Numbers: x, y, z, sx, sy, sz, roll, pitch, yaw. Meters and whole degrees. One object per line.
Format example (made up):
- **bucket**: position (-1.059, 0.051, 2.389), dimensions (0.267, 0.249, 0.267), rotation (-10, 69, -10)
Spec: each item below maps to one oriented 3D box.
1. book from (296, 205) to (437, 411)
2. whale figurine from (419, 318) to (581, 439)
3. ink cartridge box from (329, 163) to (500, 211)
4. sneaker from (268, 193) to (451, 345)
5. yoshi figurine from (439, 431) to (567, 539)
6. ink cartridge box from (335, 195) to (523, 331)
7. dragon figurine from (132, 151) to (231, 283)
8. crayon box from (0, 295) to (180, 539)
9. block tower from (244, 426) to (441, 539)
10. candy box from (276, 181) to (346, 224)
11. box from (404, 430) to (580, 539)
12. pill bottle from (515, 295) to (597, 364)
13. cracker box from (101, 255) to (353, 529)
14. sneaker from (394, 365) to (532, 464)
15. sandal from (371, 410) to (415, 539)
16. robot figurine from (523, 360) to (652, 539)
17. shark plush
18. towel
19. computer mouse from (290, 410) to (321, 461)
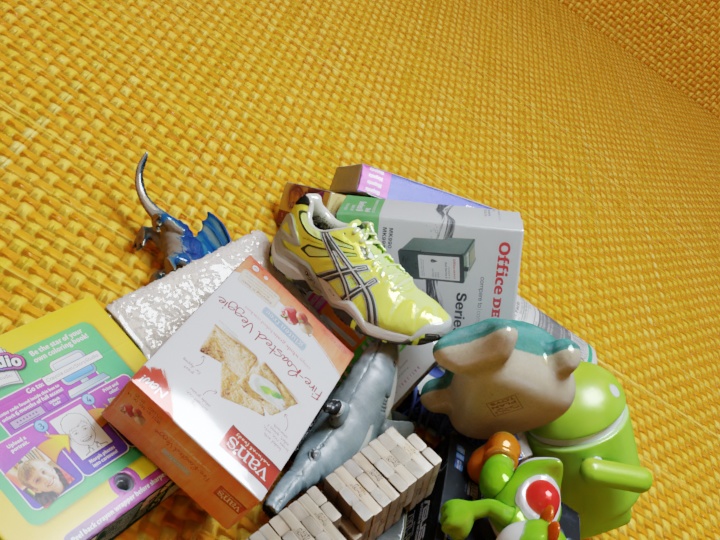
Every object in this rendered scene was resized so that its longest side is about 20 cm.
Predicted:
- **book**: position (-0.017, 0.050, 0.919), dimensions (0.200, 0.134, 0.048), rotation (47, 26, 13)
- **whale figurine**: position (0.126, 0.084, 0.844), dimensions (0.200, 0.157, 0.105), rotation (47, 28, -54)
- **ink cartridge box**: position (0.075, -0.085, 1.106), dimensions (0.194, 0.044, 0.200), rotation (17, 0, -15)
- **sneaker**: position (0.000, 0.000, 0.836), dimensions (0.198, 0.077, 0.075), rotation (30, 27, 19)
- **yoshi figurine**: position (0.128, 0.233, 0.752), dimensions (0.200, 0.111, 0.113), rotation (-78, 153, -69)
- **ink cartridge box**: position (0.071, 0.006, 0.966), dimensions (0.197, 0.148, 0.084), rotation (5, 16, 6)
- **dragon figurine**: position (-0.173, -0.023, 0.921), dimensions (0.099, 0.059, 0.202), rotation (2, 53, -46)
- **crayon box**: position (-0.234, 0.127, 0.686), dimensions (0.173, 0.058, 0.199), rotation (45, 34, 10)
- **block tower**: position (-0.023, 0.208, 0.734), dimensions (0.199, 0.058, 0.054), rotation (-30, 56, -33)
- **candy box**: position (0.011, -0.053, 1.093), dimensions (0.198, 0.057, 0.116), rotation (13, 4, -34)
- **box**: position (0.114, 0.278, 0.825), dimensions (0.163, 0.086, 0.201), rotation (34, 33, -8)
- **pill bottle**: position (0.176, 0.088, 1.085), dimensions (0.199, 0.113, 0.114), rotation (33, 33, -8)
- **cracker box**: position (-0.101, 0.092, 0.746), dimensions (0.134, 0.058, 0.200), rotation (43, 36, -6)
- **sneaker**: position (0.081, 0.151, 0.962), dimensions (0.114, 0.081, 0.200), rotation (-3, 45, -41)
- **sandal**: position (0.008, 0.214, 0.814), dimensions (0.079, 0.058, 0.202), rotation (16, 40, 10)
- **robot figurine**: position (0.235, 0.186, 0.961), dimensions (0.176, 0.114, 0.203), rotation (-103, 176, -69)
- **shark plush**: position (-0.030, 0.135, 0.791), dimensions (0.090, 0.084, 0.199), rotation (34, 47, 29)
- **towel**: position (-0.131, 0.051, 0.837), dimensions (0.199, 0.034, 0.133), rotation (-32, 86, -38)
- **computer mouse**: position (-0.098, 0.122, 0.859), dimensions (0.199, 0.034, 0.059), rotation (39, 49, 9)
